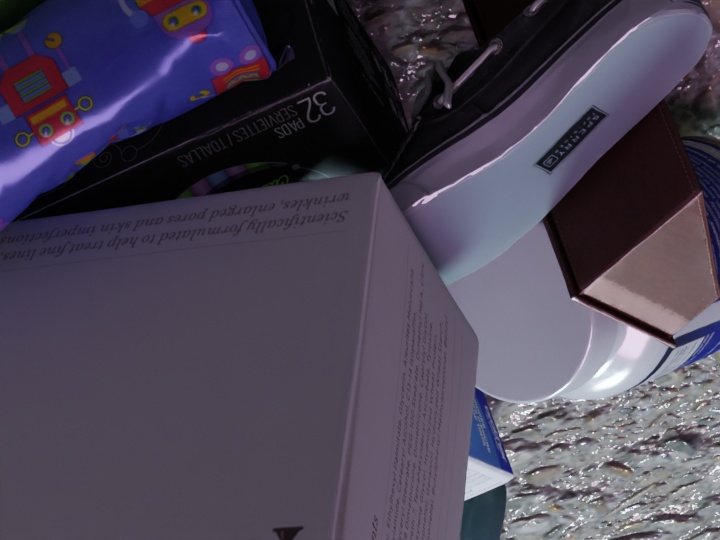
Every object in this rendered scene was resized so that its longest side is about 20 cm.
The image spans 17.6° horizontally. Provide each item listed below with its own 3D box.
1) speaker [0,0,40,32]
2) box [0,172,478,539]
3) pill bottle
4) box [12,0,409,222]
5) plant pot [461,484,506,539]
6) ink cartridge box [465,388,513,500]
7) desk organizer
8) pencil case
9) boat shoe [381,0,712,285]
[{"bbox_3d":[-0.162,-0.147,0.972,0.088,0.089,0.200,19,131,-36],"label":"speaker"},{"bbox_3d":[-0.069,0.085,0.960,0.198,0.201,0.131,-6,144,20],"label":"box"},{"bbox_3d":[0.128,0.000,1.169,0.200,0.116,0.116,-16,156,-52],"label":"pill bottle"},{"bbox_3d":[-0.087,-0.051,1.087,0.199,0.125,0.149,-25,141,11],"label":"box"},{"bbox_3d":[-0.011,0.196,1.393,0.134,0.201,0.201,23,135,-3],"label":"plant pot"},{"bbox_3d":[-0.012,0.091,1.184,0.136,0.077,0.200,-25,158,15],"label":"ink cartridge box"},{"bbox_3d":[0.118,-0.073,1.066,0.072,0.201,0.077,24,127,-39],"label":"desk organizer"},{"bbox_3d":[-0.130,-0.069,0.967,0.199,0.078,0.087,-32,180,-2],"label":"pencil case"},{"bbox_3d":[0.058,-0.068,1.010,0.199,0.068,0.073,-45,142,20],"label":"boat shoe"}]
